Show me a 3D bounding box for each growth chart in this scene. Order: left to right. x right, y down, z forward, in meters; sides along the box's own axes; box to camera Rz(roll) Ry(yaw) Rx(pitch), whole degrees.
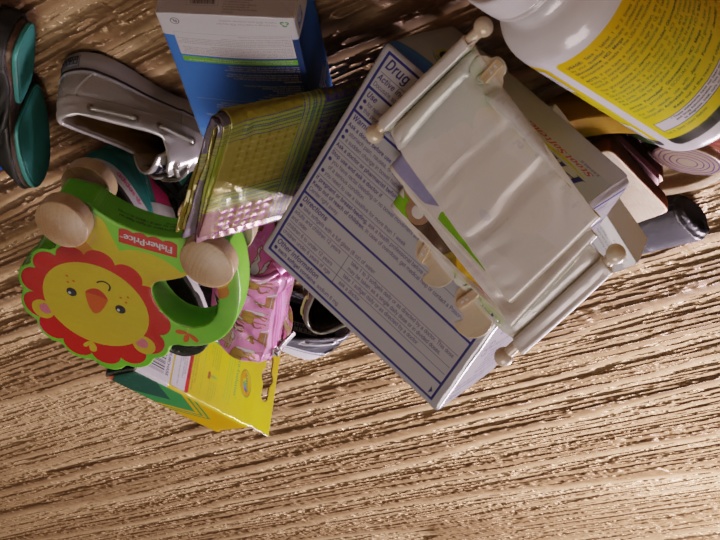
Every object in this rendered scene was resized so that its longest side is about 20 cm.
[{"bbox_3d":[0.084,-0.046,1.052,0.144,0.201,0.018,-35,174,33],"label":"growth chart"}]

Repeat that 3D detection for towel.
[{"bbox_3d":[-0.042,-0.092,1.192,0.198,0.023,0.144,-19,150,-30],"label":"towel"}]

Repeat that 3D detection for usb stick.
[{"bbox_3d":[0.214,-0.027,1.392,0.199,0.033,0.055,-15,147,40],"label":"usb stick"}]

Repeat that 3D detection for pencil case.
[{"bbox_3d":[-0.093,0.010,1.423,0.085,0.084,0.201,16,153,2],"label":"pencil case"}]

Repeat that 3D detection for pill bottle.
[{"bbox_3d":[0.164,-0.167,1.023,0.199,0.114,0.112,26,150,-33],"label":"pill bottle"}]

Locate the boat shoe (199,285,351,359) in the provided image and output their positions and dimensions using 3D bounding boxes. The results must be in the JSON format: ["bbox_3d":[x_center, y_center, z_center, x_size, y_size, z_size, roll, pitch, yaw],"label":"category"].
[{"bbox_3d":[-0.100,0.043,1.587,0.198,0.073,0.068,20,155,-28],"label":"boat shoe"}]

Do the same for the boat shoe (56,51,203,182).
[{"bbox_3d":[-0.163,-0.106,1.297,0.199,0.071,0.071,27,149,-33],"label":"boat shoe"}]

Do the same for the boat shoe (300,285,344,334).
[{"bbox_3d":[0.003,0.001,1.394,0.071,0.061,0.201,18,153,-20],"label":"boat shoe"}]

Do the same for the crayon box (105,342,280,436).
[{"bbox_3d":[-0.167,0.085,1.630,0.050,0.128,0.199,-13,147,38],"label":"crayon box"}]

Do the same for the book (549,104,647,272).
[{"bbox_3d":[0.105,-0.035,1.227,0.199,0.048,0.134,-21,113,40],"label":"book"}]

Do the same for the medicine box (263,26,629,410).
[{"bbox_3d":[0.060,-0.039,1.140,0.182,0.103,0.201,42,121,14],"label":"medicine box"}]

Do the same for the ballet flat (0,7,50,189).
[{"bbox_3d":[-0.292,-0.145,1.274,0.068,0.069,0.201,17,145,5],"label":"ballet flat"}]

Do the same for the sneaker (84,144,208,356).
[{"bbox_3d":[-0.177,-0.033,1.388,0.083,0.121,0.201,-15,116,26],"label":"sneaker"}]

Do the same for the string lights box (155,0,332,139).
[{"bbox_3d":[-0.081,-0.156,1.182,0.101,0.060,0.201,4,155,8],"label":"string lights box"}]

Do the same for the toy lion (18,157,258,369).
[{"bbox_3d":[-0.191,0.011,1.314,0.198,0.069,0.193,15,132,8],"label":"toy lion"}]

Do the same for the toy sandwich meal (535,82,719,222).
[{"bbox_3d":[0.204,-0.086,1.227,0.202,0.071,0.206,7,155,3],"label":"toy sandwich meal"}]
